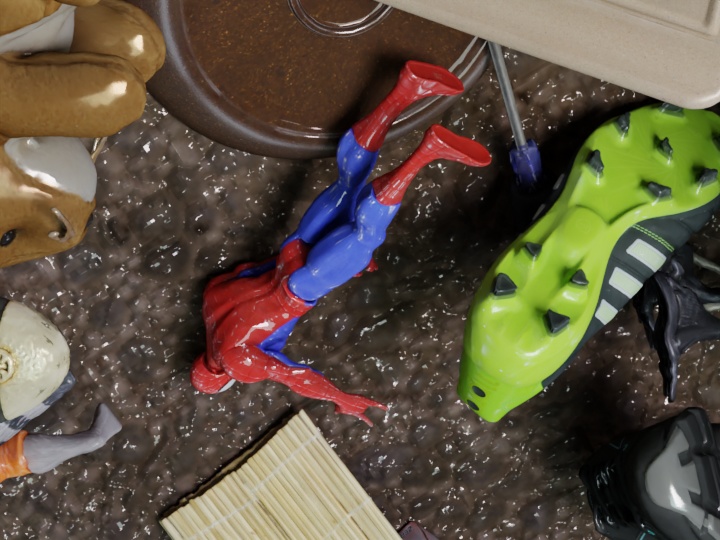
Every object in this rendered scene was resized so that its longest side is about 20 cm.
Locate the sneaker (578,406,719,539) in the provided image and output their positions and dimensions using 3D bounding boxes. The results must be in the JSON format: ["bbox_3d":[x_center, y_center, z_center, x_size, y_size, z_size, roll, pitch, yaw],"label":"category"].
[{"bbox_3d":[0.148,0.114,1.012,0.079,0.076,0.200,-13,169,13],"label":"sneaker"}]

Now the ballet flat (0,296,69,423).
[{"bbox_3d":[-0.218,0.041,0.824,0.198,0.057,0.067,-1,96,-4],"label":"ballet flat"}]

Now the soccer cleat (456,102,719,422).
[{"bbox_3d":[0.106,-0.009,0.942,0.200,0.067,0.081,-43,165,-36],"label":"soccer cleat"}]

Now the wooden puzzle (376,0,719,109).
[{"bbox_3d":[0.076,-0.175,0.768,0.184,0.037,0.201,21,131,15],"label":"wooden puzzle"}]

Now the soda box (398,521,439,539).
[{"bbox_3d":[-0.013,0.230,1.079,0.200,0.064,0.068,-44,124,10],"label":"soda box"}]

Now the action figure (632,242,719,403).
[{"bbox_3d":[0.238,0.015,1.009,0.198,0.119,0.103,-8,113,-3],"label":"action figure"}]

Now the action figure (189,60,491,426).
[{"bbox_3d":[0.000,0.000,0.929,0.099,0.066,0.200,18,131,-37],"label":"action figure"}]

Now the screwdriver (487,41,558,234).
[{"bbox_3d":[0.071,-0.071,0.929,0.028,0.029,0.201,-1,135,18],"label":"screwdriver"}]

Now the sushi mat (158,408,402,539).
[{"bbox_3d":[-0.006,0.175,1.019,0.095,0.012,0.200,-36,96,7],"label":"sushi mat"}]

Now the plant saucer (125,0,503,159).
[{"bbox_3d":[-0.009,-0.131,0.877,0.199,0.035,0.201,-9,122,-15],"label":"plant saucer"}]

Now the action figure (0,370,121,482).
[{"bbox_3d":[-0.226,0.069,0.883,0.193,0.105,0.200,-37,127,-6],"label":"action figure"}]

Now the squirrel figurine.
[{"bbox_3d":[-0.177,-0.087,0.803,0.199,0.142,0.187,8,129,-8],"label":"squirrel figurine"}]
